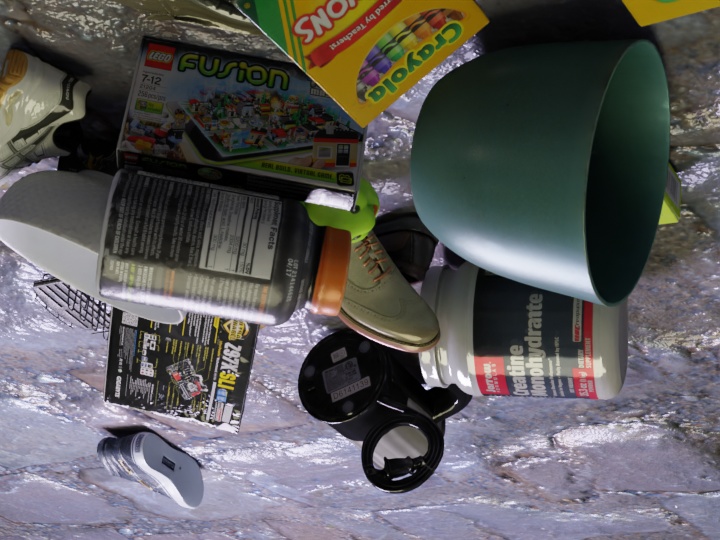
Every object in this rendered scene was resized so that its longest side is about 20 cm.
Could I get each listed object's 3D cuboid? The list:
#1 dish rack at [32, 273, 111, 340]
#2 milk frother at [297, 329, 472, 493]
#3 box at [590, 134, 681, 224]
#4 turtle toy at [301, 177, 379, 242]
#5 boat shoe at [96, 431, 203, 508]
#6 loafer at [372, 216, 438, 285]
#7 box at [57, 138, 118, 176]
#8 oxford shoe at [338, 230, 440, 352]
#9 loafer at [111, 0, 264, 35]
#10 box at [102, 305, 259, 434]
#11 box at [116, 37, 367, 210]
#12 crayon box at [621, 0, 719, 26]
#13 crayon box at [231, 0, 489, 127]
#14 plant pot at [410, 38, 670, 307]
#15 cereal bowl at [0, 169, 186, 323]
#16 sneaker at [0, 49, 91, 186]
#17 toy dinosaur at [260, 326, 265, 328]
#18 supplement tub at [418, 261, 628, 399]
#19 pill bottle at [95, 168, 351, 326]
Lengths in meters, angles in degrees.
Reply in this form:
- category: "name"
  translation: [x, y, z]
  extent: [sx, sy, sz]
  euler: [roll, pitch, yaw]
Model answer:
- category: "dish rack"
  translation: [-0.268, 0.043, 1.619]
  extent: [0.198, 0.055, 0.154]
  euler: [-9, 150, 18]
- category: "milk frother"
  translation: [0.041, 0.195, 1.691]
  extent: [0.179, 0.202, 0.188]
  euler: [-9, 150, 25]
- category: "box"
  translation: [0.172, -0.076, 1.265]
  extent: [0.198, 0.048, 0.122]
  euler: [-8, 150, 30]
- category: "turtle toy"
  translation: [-0.081, -0.066, 1.253]
  extent: [0.198, 0.102, 0.147]
  euler: [0, 135, 4]
- category: "boat shoe"
  translation: [-0.320, 0.305, 2.183]
  extent: [0.090, 0.071, 0.201]
  euler: [-4, 145, 26]
- category: "loafer"
  translation: [0.003, 0.002, 1.458]
  extent: [0.071, 0.064, 0.199]
  euler: [24, 150, -30]
- category: "box"
  translation: [-0.197, -0.058, 1.409]
  extent: [0.198, 0.049, 0.159]
  euler: [10, 154, -4]
- category: "oxford shoe"
  translation: [0.000, 0.000, 1.365]
  extent: [0.199, 0.071, 0.074]
  euler: [38, 140, 12]
- category: "loafer"
  translation: [-0.131, -0.220, 1.043]
  extent: [0.198, 0.076, 0.070]
  euler: [16, 167, -11]
- category: "box"
  translation: [-0.192, 0.080, 1.534]
  extent: [0.158, 0.050, 0.201]
  euler: [12, 132, -2]
- category: "box"
  translation: [-0.094, -0.121, 1.177]
  extent: [0.198, 0.111, 0.035]
  euler: [9, 155, -4]
- category: "crayon box"
  translation: [0.235, -0.243, 0.888]
  extent: [0.198, 0.059, 0.172]
  euler: [-9, 151, 33]
- category: "crayon box"
  translation: [0.006, -0.188, 1.013]
  extent: [0.127, 0.051, 0.200]
  euler: [-40, 139, 11]
- category: "plant pot"
  translation: [0.135, -0.083, 1.104]
  extent: [0.160, 0.202, 0.201]
  euler: [9, 158, 28]
- category: "cereal bowl"
  translation: [-0.232, -0.033, 1.291]
  extent: [0.198, 0.084, 0.200]
  euler: [22, 164, 7]
- category: "sneaker"
  translation: [-0.298, -0.118, 1.282]
  extent: [0.087, 0.076, 0.200]
  euler: [17, 154, -18]
- category: "toy dinosaur"
  translation: [-0.108, 0.043, 1.589]
  extent: [0.198, 0.059, 0.101]
  euler: [-18, 154, -4]
- category: "supplement tub"
  translation: [0.167, 0.058, 1.435]
  extent: [0.198, 0.142, 0.141]
  euler: [0, 154, 16]
- category: "pill bottle"
  translation: [-0.108, -0.014, 1.151]
  extent: [0.198, 0.107, 0.106]
  euler: [10, 155, -7]
